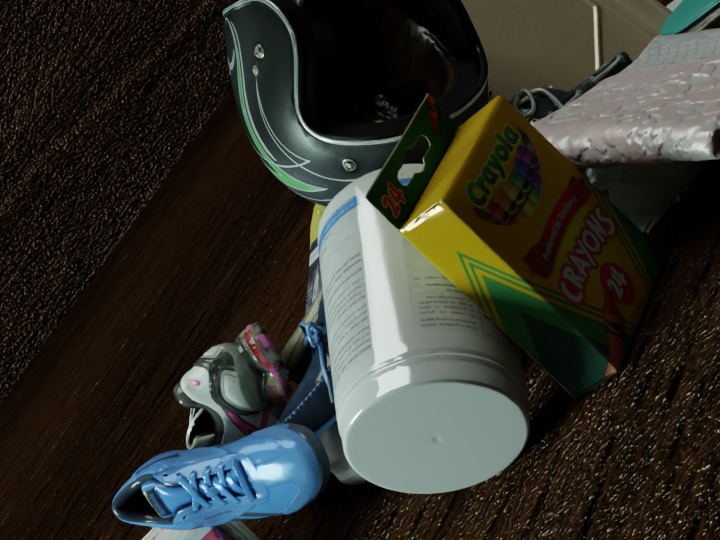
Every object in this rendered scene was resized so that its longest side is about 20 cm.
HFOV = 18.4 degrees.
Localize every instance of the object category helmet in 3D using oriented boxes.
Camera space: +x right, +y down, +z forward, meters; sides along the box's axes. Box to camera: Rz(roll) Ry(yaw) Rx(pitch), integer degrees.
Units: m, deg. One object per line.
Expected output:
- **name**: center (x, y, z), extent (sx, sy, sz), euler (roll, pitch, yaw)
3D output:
- **helmet**: center (0.001, -0.136, 1.652), extent (0.200, 0.191, 0.200), euler (-25, 7, 3)

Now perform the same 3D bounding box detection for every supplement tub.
- **supplement tub**: center (0.041, 0.037, 1.533), extent (0.132, 0.132, 0.200), euler (-41, 39, 34)

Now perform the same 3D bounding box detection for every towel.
- **towel**: center (0.225, -0.124, 1.550), extent (0.191, 0.032, 0.200), euler (-36, 20, -33)

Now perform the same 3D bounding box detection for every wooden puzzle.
- **wooden puzzle**: center (0.130, -0.172, 1.764), extent (0.200, 0.185, 0.037), euler (-44, -23, -17)

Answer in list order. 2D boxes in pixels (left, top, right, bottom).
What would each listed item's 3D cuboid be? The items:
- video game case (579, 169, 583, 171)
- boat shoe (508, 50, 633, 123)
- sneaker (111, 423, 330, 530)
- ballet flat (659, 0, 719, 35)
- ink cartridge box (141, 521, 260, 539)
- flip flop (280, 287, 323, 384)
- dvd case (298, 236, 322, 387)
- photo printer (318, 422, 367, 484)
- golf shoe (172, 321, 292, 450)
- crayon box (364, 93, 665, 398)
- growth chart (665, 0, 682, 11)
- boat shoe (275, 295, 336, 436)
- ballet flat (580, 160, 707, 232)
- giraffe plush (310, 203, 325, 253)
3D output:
- **video game case**: center (0.127, -0.045, 1.864), extent (0.200, 0.045, 0.181), euler (-40, 15, 37)
- **boat shoe**: center (0.139, -0.107, 1.655), extent (0.199, 0.068, 0.074), euler (-30, 0, -25)
- **sneaker**: center (-0.106, 0.161, 1.640), extent (0.200, 0.066, 0.078), euler (-15, 4, 45)
- **ballet flat**: center (0.317, -0.225, 1.694), extent (0.200, 0.067, 0.068), euler (-45, 18, 19)
- **ink cartridge box**: center (-0.139, 0.263, 1.741), extent (0.146, 0.085, 0.200), euler (-48, 13, -1)
- **flip flop**: center (0.000, 0.000, 1.734), extent (0.200, 0.081, 0.058), euler (-53, 49, 2)
- **dvd case**: center (-0.034, 0.067, 1.844), extent (0.149, 0.016, 0.201), euler (139, 136, -79)
- **photo printer**: center (0.046, 0.070, 1.725), extent (0.166, 0.069, 0.200), euler (-41, 14, 32)
- **golf shoe**: center (-0.097, 0.116, 1.743), extent (0.092, 0.073, 0.200), euler (-28, -32, -9)
- **crayon box**: center (0.107, -0.027, 1.491), extent (0.051, 0.200, 0.127), euler (-36, 17, 42)
- **growth chart**: center (0.249, -0.186, 1.815), extent (0.200, 0.018, 0.145), euler (-37, 19, -1)
- **boat shoe**: center (-0.007, 0.041, 1.667), extent (0.200, 0.069, 0.084), euler (-53, 14, -21)
- **ballet flat**: center (0.192, -0.050, 1.637), extent (0.072, 0.072, 0.200), euler (-54, 11, -25)
- **giraffe plush**: center (0.041, -0.084, 2.093), extent (0.162, 0.200, 0.173), euler (-6, 31, 29)
